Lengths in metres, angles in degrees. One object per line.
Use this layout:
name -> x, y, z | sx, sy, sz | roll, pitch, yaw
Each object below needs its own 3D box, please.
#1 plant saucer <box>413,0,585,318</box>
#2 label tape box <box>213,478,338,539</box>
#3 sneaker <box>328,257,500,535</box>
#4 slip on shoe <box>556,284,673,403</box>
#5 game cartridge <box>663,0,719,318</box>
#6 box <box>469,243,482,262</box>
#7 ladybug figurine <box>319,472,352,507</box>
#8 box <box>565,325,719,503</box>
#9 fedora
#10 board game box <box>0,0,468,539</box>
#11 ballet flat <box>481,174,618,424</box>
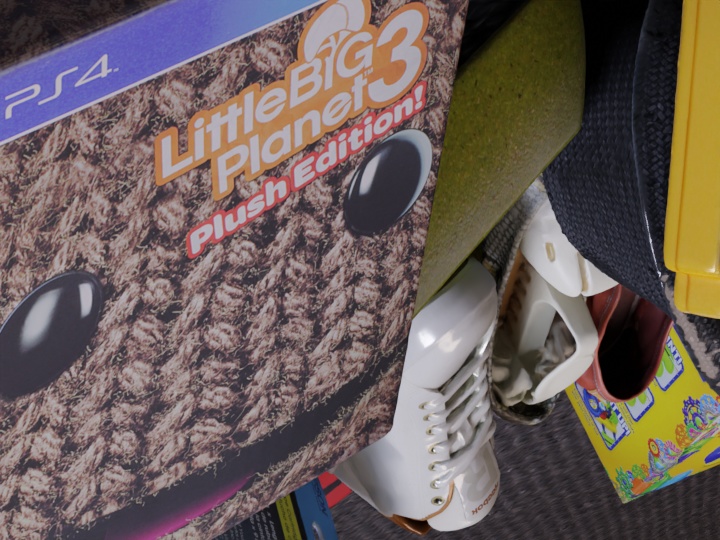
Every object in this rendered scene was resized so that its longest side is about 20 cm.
plant saucer -> 0.000, 0.000, 0.774 | 0.200, 0.048, 0.200 | -47, 180, -41
label tape box -> -0.078, 0.119, 0.894 | 0.066, 0.144, 0.200 | -30, 141, 17
sneaker -> 0.039, 0.061, 0.904 | 0.073, 0.085, 0.200 | -43, 170, -23
slip on shoe -> 0.135, -0.022, 0.947 | 0.074, 0.061, 0.200 | -11, 133, -34
game cartridge -> 0.181, -0.077, 0.773 | 0.032, 0.177, 0.200 | 12, -168, 42
box -> 0.028, 0.014, 0.997 | 0.200, 0.050, 0.075 | -15, 160, -32
ladybug figurine -> -0.044, 0.092, 1.084 | 0.136, 0.072, 0.200 | -9, 156, -42
box -> 0.233, 0.016, 1.167 | 0.200, 0.122, 0.193 | -19, 161, -19
fedora -> 0.134, -0.044, 0.824 | 0.091, 0.201, 0.200 | 5, -173, 41
board game box -> -0.068, -0.020, 0.523 | 0.159, 0.097, 0.200 | -29, 145, -31
ballet flat -> 0.086, -0.003, 0.905 | 0.072, 0.072, 0.201 | -17, 143, -25
